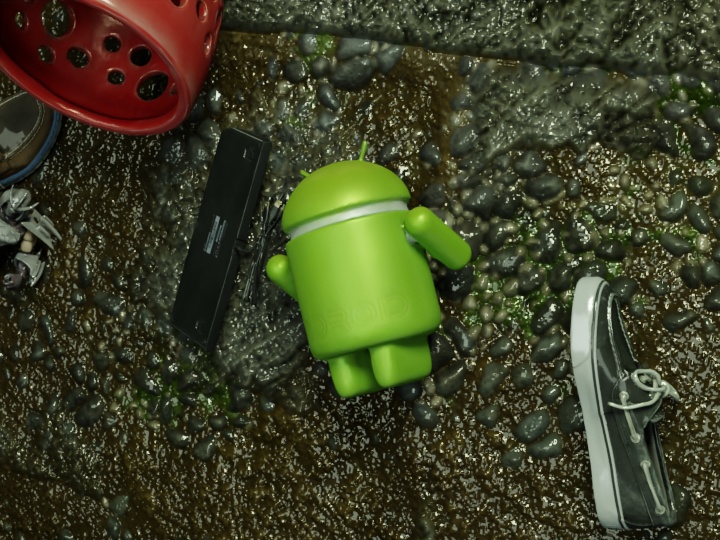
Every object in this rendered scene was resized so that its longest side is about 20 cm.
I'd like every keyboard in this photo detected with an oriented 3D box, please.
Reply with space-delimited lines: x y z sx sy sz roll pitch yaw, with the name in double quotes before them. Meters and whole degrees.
"keyboard" -0.115 -0.024 1.098 0.127 0.020 0.203 28 105 48

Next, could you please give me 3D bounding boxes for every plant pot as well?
"plant pot" -0.210 -0.247 1.041 0.198 0.201 0.184 3 61 24

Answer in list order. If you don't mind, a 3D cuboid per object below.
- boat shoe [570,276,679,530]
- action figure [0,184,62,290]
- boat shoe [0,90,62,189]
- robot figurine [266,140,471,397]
"boat shoe" 0.210 0.103 0.937 0.067 0.073 0.202 -7 88 29
"action figure" -0.384 -0.023 1.201 0.199 0.070 0.130 -36 107 31
"boat shoe" -0.382 -0.114 1.206 0.199 0.072 0.073 -38 76 20
"robot figurine" 0.000 0.000 1.009 0.174 0.115 0.203 -18 83 36
